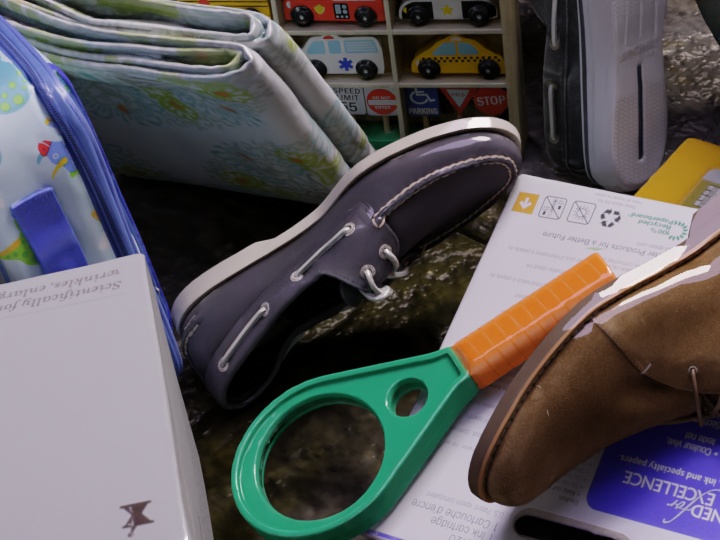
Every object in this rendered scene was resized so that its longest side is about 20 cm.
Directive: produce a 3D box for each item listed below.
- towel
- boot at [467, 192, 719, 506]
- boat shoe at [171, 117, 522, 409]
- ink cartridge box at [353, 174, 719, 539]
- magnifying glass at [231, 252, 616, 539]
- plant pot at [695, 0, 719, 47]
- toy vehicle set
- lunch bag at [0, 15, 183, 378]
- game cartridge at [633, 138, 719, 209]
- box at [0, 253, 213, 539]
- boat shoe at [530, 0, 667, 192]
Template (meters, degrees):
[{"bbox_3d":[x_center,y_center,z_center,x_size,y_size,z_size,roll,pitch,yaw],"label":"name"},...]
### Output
[{"bbox_3d":[-0.093,-0.087,1.055,0.170,0.200,0.048,13,76,23],"label":"towel"},{"bbox_3d":[0.133,0.040,0.846,0.200,0.074,0.075,-40,62,-8],"label":"boot"},{"bbox_3d":[0.000,0.000,0.975,0.199,0.073,0.063,-32,54,14],"label":"boat shoe"},{"bbox_3d":[0.123,0.062,0.901,0.197,0.043,0.201,13,64,29],"label":"ink cartridge box"},{"bbox_3d":[0.030,0.056,0.909,0.199,0.022,0.080,-34,50,2],"label":"magnifying glass"},{"bbox_3d":[0.282,-0.163,1.050,0.195,0.201,0.196,-20,38,-15],"label":"plant pot"},{"bbox_3d":[-0.009,-0.120,1.119,0.199,0.125,0.027,1,38,14],"label":"toy vehicle set"},{"bbox_3d":[-0.164,-0.026,0.970,0.082,0.201,0.161,-31,39,-15],"label":"lunch bag"},{"bbox_3d":[0.207,0.013,0.979,0.199,0.033,0.176,18,46,33],"label":"game cartridge"},{"bbox_3d":[-0.163,0.117,0.843,0.198,0.131,0.200,-12,38,-4],"label":"box"},{"bbox_3d":[0.120,-0.141,1.063,0.071,0.201,0.072,15,22,39],"label":"boat shoe"}]
